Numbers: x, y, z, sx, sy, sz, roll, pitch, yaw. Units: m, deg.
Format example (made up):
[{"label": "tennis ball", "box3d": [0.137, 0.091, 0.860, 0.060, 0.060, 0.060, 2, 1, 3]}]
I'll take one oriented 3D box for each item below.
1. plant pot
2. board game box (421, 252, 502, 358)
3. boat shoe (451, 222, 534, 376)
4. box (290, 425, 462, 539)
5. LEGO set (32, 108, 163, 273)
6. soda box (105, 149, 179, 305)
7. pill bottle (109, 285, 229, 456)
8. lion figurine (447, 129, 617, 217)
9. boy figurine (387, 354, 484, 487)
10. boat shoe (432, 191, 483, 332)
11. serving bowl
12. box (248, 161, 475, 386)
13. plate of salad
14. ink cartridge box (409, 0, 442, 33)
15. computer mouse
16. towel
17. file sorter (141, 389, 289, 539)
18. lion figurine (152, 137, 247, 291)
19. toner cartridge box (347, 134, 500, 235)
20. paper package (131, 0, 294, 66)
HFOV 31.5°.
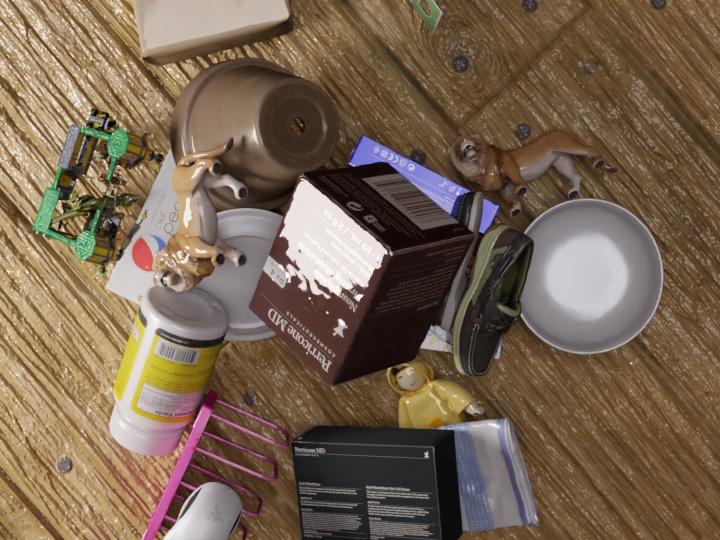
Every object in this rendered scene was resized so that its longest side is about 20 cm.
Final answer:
[{"label": "plant pot", "box3d": [-0.115, -0.171, 1.571, 0.199, 0.174, 0.202, 0, 91, -27]}, {"label": "board game box", "box3d": [0.094, 0.036, 1.680, 0.199, 0.034, 0.136, 7, 91, 0]}, {"label": "boat shoe", "box3d": [0.170, 0.044, 1.608, 0.072, 0.066, 0.202, 3, 104, -44]}, {"label": "box", "box3d": [0.021, 0.275, 1.618, 0.199, 0.079, 0.142, -1, 102, 26]}, {"label": "LEGO set", "box3d": [-0.317, -0.094, 1.626, 0.153, 0.116, 0.201, 9, 85, 36]}, {"label": "soda box", "box3d": [-0.257, -0.053, 1.663, 0.068, 0.064, 0.201, 25, 90, 0]}, {"label": "pill bottle", "box3d": [-0.247, 0.128, 1.615, 0.114, 0.114, 0.201, 22, 114, -1]}, {"label": "lion figurine", "box3d": [0.222, -0.143, 1.662, 0.199, 0.073, 0.123, -13, 48, -15]}, {"label": "boy figurine", "box3d": [0.100, 0.189, 1.660, 0.124, 0.064, 0.201, -23, 96, 26]}, {"label": "boat shoe", "box3d": [0.109, -0.015, 1.596, 0.060, 0.074, 0.201, 19, 128, 11]}, {"label": "serving bowl", "box3d": [0.291, 0.008, 1.665, 0.199, 0.066, 0.201, 0, 90, 0]}, {"label": "box", "box3d": [0.000, 0.000, 1.539, 0.166, 0.164, 0.201, 40, 122, 28]}, {"label": "plate of salad", "box3d": [-0.150, 0.004, 1.652, 0.199, 0.048, 0.201, -3, 122, -5]}, {"label": "ink cartridge box", "box3d": [0.055, -0.406, 1.617, 0.048, 0.146, 0.200, -38, 91, -1]}, {"label": "computer mouse", "box3d": [-0.215, 0.348, 1.544, 0.109, 0.044, 0.201, 31, 91, -5]}, {"label": "towel", "box3d": [0.120, 0.269, 1.627, 0.199, 0.024, 0.148, -12, 99, 25]}, {"label": "file sorter", "box3d": [-0.183, 0.278, 1.633, 0.125, 0.139, 0.201, 25, 91, -4]}, {"label": "lion figurine", "box3d": [-0.198, -0.068, 1.541, 0.122, 0.072, 0.201, 16, 105, 40]}, {"label": "toner cartridge box", "box3d": [0.080, -0.109, 1.648, 0.199, 0.095, 0.043, 27, 91, 0]}, {"label": "paper package", "box3d": [-0.200, -0.379, 1.638, 0.199, 0.103, 0.192, -13, 91, 1]}]
